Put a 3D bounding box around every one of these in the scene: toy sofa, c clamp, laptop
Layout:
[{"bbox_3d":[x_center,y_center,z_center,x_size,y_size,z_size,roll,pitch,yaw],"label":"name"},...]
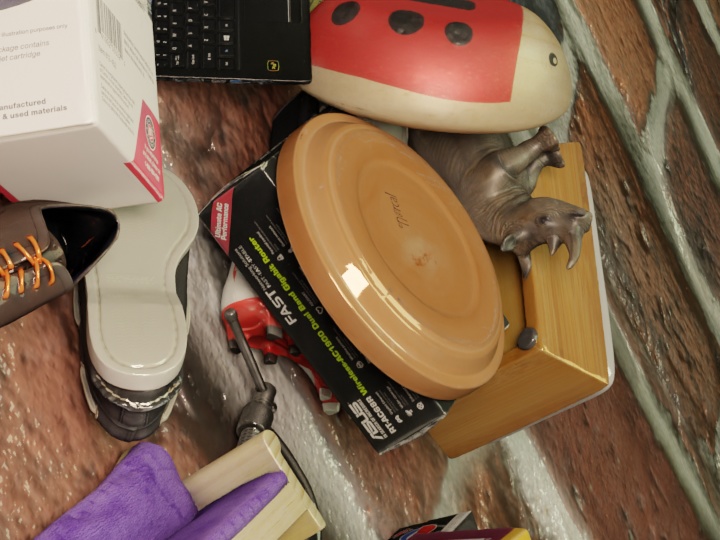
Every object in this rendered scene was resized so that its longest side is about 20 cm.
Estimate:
[{"bbox_3d":[-0.107,0.148,0.923,0.098,0.083,0.200,57,28,-2],"label":"toy sofa"},{"bbox_3d":[-0.070,0.153,1.102,0.201,0.027,0.171,-79,150,-47],"label":"c clamp"},{"bbox_3d":[-0.127,-0.220,1.130,0.103,0.199,0.178,104,-14,-60],"label":"laptop"}]

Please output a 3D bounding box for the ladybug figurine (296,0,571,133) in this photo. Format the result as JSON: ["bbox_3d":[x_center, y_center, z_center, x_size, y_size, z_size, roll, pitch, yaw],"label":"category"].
[{"bbox_3d":[0.045,-0.146,1.185,0.136,0.199,0.072,-89,-174,-61],"label":"ladybug figurine"}]

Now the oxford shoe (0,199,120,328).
[{"bbox_3d":[-0.191,-0.001,0.889,0.072,0.072,0.200,69,25,-10],"label":"oxford shoe"}]

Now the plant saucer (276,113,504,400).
[{"bbox_3d":[0.027,-0.014,1.123,0.200,0.032,0.201,38,33,-30],"label":"plant saucer"}]

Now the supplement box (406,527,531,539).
[{"bbox_3d":[0.066,0.285,1.155,0.131,0.103,0.201,-26,102,-49],"label":"supplement box"}]

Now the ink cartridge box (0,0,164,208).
[{"bbox_3d":[-0.167,-0.146,0.958,0.145,0.084,0.201,61,22,-75],"label":"ink cartridge box"}]

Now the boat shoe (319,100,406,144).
[{"bbox_3d":[-0.002,-0.145,1.295,0.075,0.062,0.201,42,38,-47],"label":"boat shoe"}]

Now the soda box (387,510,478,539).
[{"bbox_3d":[0.075,0.280,1.272,0.071,0.063,0.201,-30,101,-65],"label":"soda box"}]

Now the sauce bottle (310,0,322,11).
[{"bbox_3d":[-0.058,-0.209,1.318,0.200,0.066,0.066,10,65,-62],"label":"sauce bottle"}]

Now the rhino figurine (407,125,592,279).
[{"bbox_3d":[0.099,-0.065,1.234,0.200,0.087,0.060,58,2,39],"label":"rhino figurine"}]

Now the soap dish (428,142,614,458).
[{"bbox_3d":[0.102,0.017,1.304,0.081,0.157,0.201,23,52,-37],"label":"soap dish"}]

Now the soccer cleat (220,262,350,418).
[{"bbox_3d":[-0.025,0.040,1.220,0.200,0.068,0.086,33,49,-48],"label":"soccer cleat"}]

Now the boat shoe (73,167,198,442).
[{"bbox_3d":[-0.129,0.013,1.024,0.201,0.073,0.061,-103,-158,-49],"label":"boat shoe"}]

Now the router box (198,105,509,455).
[{"bbox_3d":[0.000,0.000,1.166,0.200,0.062,0.150,54,30,-5],"label":"router box"}]

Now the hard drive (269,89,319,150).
[{"bbox_3d":[-0.008,-0.026,1.326,0.200,0.042,0.135,48,34,-42],"label":"hard drive"}]
